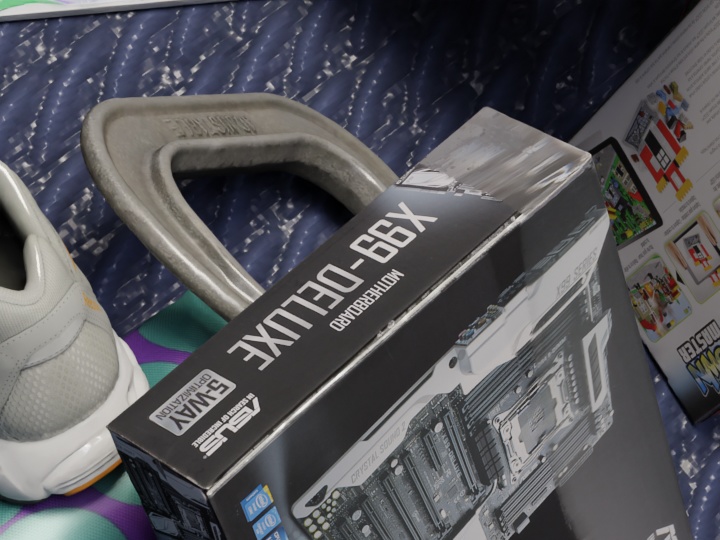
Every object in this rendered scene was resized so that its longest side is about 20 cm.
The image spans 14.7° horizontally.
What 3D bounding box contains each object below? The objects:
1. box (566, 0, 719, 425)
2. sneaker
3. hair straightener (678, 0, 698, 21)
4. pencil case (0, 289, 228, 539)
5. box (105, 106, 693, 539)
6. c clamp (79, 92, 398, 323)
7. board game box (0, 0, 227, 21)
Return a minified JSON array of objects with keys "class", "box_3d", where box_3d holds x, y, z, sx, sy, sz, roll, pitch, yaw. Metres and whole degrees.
[{"class":"box","box_3d":[0.132,-0.030,0.915,0.035,0.200,0.110,-27,81,-24]},{"class":"sneaker","box_3d":[-0.136,-0.019,0.850,0.076,0.092,0.200,-35,49,-23]},{"class":"hair straightener","box_3d":[0.133,-0.116,0.994,0.041,0.077,0.200,-10,86,-2]},{"class":"pencil case","box_3d":[-0.094,0.093,0.861,0.200,0.093,0.085,-38,41,-25]},{"class":"box","box_3d":[0.023,0.075,0.849,0.158,0.200,0.050,-40,45,-23]},{"class":"c clamp","box_3d":[0.000,0.000,0.905,0.171,0.027,0.200,53,26,21]},{"class":"board game box","box_3d":[-0.087,-0.191,1.003,0.200,0.026,0.200,-7,73,-20]}]
